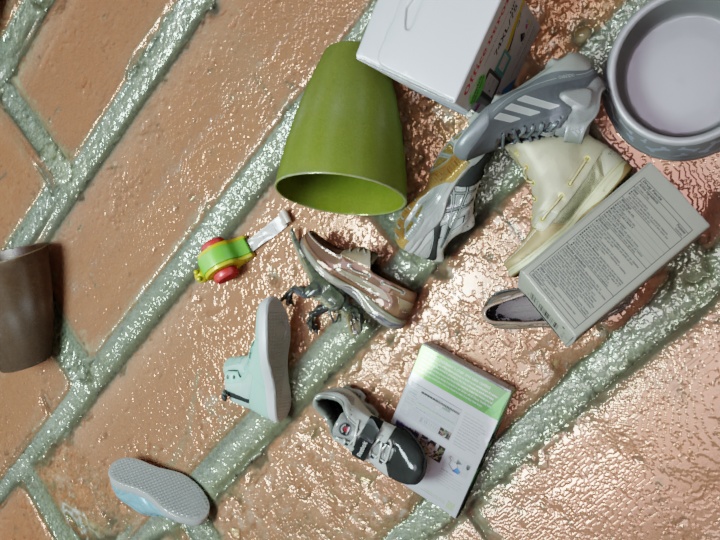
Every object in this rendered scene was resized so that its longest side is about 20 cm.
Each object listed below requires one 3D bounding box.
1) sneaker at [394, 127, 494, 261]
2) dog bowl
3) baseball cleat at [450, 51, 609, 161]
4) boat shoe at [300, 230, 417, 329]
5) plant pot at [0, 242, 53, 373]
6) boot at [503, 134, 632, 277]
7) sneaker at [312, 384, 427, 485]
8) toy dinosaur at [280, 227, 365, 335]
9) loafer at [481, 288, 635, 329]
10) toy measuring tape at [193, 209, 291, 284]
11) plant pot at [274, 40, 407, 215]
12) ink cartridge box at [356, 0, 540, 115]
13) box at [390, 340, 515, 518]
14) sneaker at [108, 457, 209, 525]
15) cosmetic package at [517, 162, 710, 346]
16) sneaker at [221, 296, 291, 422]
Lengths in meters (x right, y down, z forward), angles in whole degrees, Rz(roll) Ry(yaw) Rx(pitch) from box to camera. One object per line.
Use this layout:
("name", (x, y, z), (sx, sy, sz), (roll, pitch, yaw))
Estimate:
("sneaker", (0.131, -0.102, 0.940), (0.086, 0.076, 0.202), (27, 113, -22))
("dog bowl", (0.385, -0.236, 0.820), (0.195, 0.058, 0.206), (2, 94, 24))
("baseball cleat", (0.209, -0.178, 0.828), (0.198, 0.070, 0.107), (-37, 73, 1))
("boat shoe", (0.000, 0.000, 1.010), (0.198, 0.076, 0.073), (38, 103, 9))
("plant pot", (-0.640, 0.074, 1.268), (0.182, 0.187, 0.205), (-6, 105, 25))
("boot", (0.225, -0.108, 0.893), (0.156, 0.072, 0.200), (48, 108, 15))
("sneaker", (0.005, 0.236, 0.977), (0.198, 0.087, 0.076), (32, 105, 38))
("toy dinosaur", (-0.069, 0.038, 1.058), (0.088, 0.047, 0.201), (-47, 69, 16))
("loafer", (0.252, 0.044, 0.894), (0.195, 0.063, 0.074), (-13, 88, 25))
("toy measuring tape", (-0.198, -0.035, 1.098), (0.198, 0.073, 0.075), (-33, 79, 23))
("plant pot", (-0.016, -0.201, 0.962), (0.182, 0.186, 0.206), (1, 78, 24))
("ink cartridge box", (0.115, -0.288, 0.866), (0.144, 0.199, 0.150), (30, 105, 20))
("box", (0.117, 0.223, 0.984), (0.142, 0.036, 0.204), (27, 105, 22))
("sneaker", (-0.345, 0.394, 1.201), (0.196, 0.074, 0.083), (22, 131, 18))
("cosmetic package", (0.293, -0.015, 0.822), (0.198, 0.087, 0.104), (-38, 73, 0))
("sneaker", (-0.172, 0.132, 1.078), (0.115, 0.073, 0.206), (10, 111, 25))
